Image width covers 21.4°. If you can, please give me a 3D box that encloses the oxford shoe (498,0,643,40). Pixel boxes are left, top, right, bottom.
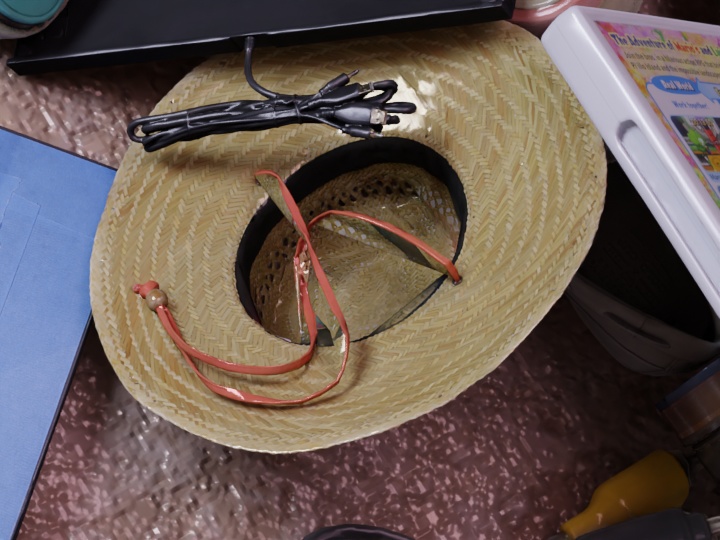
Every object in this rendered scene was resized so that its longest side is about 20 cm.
[{"bbox_3d":[0.102,-0.169,0.770,0.070,0.074,0.201,15,71,30],"label":"oxford shoe"}]

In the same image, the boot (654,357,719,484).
[{"bbox_3d":[0.205,0.058,0.787,0.199,0.075,0.097,-24,76,-44],"label":"boot"}]

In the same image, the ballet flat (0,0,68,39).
[{"bbox_3d":[-0.113,-0.184,0.736,0.067,0.062,0.201,34,80,-39],"label":"ballet flat"}]

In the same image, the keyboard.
[{"bbox_3d":[-0.039,-0.094,0.724,0.198,0.021,0.128,-5,56,15],"label":"keyboard"}]

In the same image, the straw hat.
[{"bbox_3d":[0.000,0.000,0.713,0.199,0.085,0.202,-8,53,11],"label":"straw hat"}]

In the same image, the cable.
[{"bbox_3d":[0.068,0.127,0.725,0.199,0.050,0.098,-10,74,-16],"label":"cable"}]

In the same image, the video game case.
[{"bbox_3d":[0.171,-0.018,0.722,0.199,0.024,0.183,-3,57,-52],"label":"video game case"}]

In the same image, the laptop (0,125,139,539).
[{"bbox_3d":[-0.186,-0.016,0.623,0.115,0.200,0.188,0,55,22],"label":"laptop"}]

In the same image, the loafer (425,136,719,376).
[{"bbox_3d":[0.078,-0.041,0.767,0.200,0.070,0.070,45,78,-6],"label":"loafer"}]
